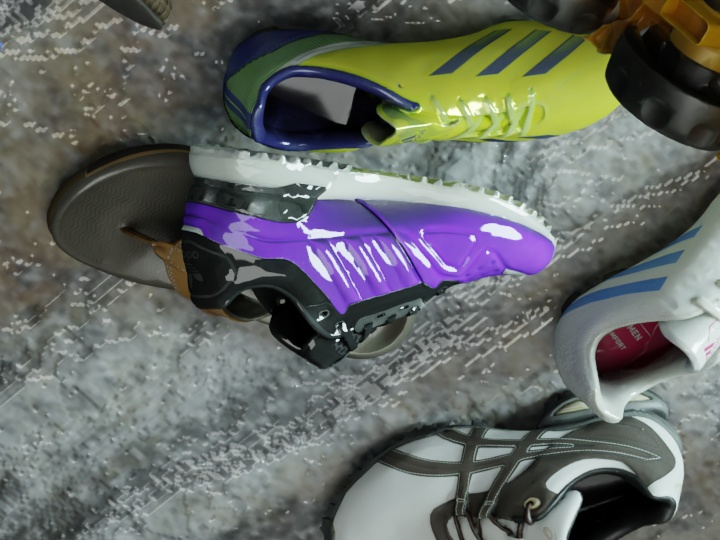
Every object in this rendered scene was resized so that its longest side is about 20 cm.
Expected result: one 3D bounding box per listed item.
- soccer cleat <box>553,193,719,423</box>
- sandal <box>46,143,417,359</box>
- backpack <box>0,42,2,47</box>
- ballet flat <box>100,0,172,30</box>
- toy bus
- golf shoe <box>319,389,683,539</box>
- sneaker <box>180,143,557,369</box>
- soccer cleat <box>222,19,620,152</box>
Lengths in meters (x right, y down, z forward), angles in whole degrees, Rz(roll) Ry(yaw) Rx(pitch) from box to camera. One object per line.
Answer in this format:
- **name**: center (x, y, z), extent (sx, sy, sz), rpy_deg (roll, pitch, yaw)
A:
- **soccer cleat**: center (0.187, 0.007, 1.271), extent (0.200, 0.086, 0.070), rpy_deg (-38, 117, 14)
- **sandal**: center (-0.059, 0.000, 1.252), extent (0.200, 0.055, 0.082), rpy_deg (27, 113, -21)
- **backpack**: center (-0.234, -0.129, 1.078), extent (0.200, 0.191, 0.154), rpy_deg (37, 93, -25)
- **ballet flat**: center (-0.150, -0.187, 1.136), extent (0.200, 0.067, 0.046), rpy_deg (45, 73, -24)
- **toy bus**: center (0.181, -0.149, 1.154), extent (0.192, 0.200, 0.136), rpy_deg (-3, 129, -48)
- **golf shoe**: center (0.074, 0.124, 1.321), extent (0.200, 0.095, 0.078), rpy_deg (-22, 121, 7)
- **sneaker**: center (0.000, 0.000, 1.218), extent (0.200, 0.070, 0.100), rpy_deg (9, 90, -28)
- **soccer cleat**: center (0.034, -0.080, 1.202), extent (0.200, 0.084, 0.065), rpy_deg (0, 119, -8)
